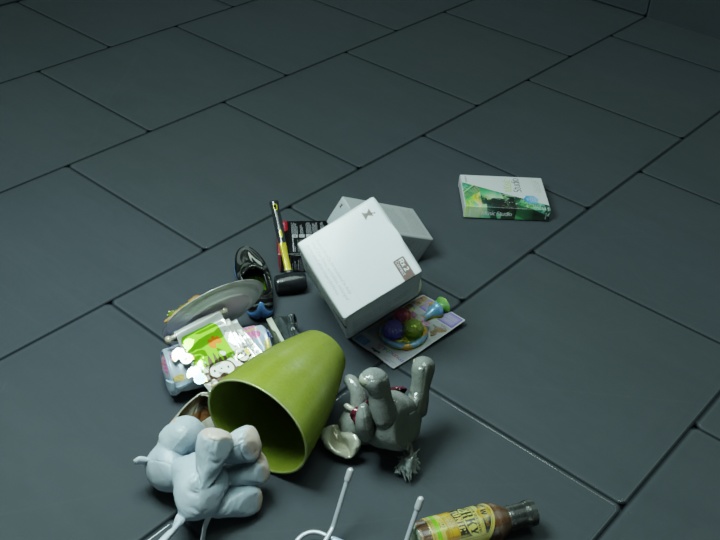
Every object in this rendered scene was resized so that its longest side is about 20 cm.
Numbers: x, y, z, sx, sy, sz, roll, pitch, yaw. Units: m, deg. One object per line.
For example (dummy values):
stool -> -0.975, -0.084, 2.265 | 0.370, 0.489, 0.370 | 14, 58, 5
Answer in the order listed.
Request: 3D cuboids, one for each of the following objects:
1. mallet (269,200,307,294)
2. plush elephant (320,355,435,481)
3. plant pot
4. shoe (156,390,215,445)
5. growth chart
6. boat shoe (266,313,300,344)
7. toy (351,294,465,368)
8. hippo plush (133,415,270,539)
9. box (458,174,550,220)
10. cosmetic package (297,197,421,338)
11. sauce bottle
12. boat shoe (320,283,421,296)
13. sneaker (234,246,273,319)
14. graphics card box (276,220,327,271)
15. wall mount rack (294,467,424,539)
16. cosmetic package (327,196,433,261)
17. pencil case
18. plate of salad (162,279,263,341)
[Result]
mallet -> -0.166, -0.046, 1.935 | 0.066, 0.041, 0.201 | -16, 75, -15
plush elephant -> 0.023, 0.232, 1.561 | 0.154, 0.201, 0.164 | 5, 15, 42
plant pot -> -0.114, 0.192, 1.553 | 0.186, 0.188, 0.200 | 20, 42, 22
shoe -> -0.259, 0.243, 1.593 | 0.070, 0.054, 0.200 | 24, 41, 26
growth chart -> -0.227, 0.155, 1.635 | 0.200, 0.018, 0.145 | 44, 58, 13
boat shoe -> -0.110, 0.141, 1.730 | 0.066, 0.075, 0.199 | -21, 32, -13
toy -> 0.093, 0.100, 1.826 | 0.200, 0.047, 0.115 | -27, 44, -36
hippo plush -> -0.245, 0.311, 1.462 | 0.160, 0.159, 0.201 | 15, 77, 45
box -> 0.333, -0.171, 2.230 | 0.199, 0.036, 0.145 | 1, 36, -2
cosmetic package -> 0.000, 0.000, 1.750 | 0.165, 0.200, 0.165 | -32, 77, -6
sauce bottle -> 0.170, 0.383, 1.428 | 0.199, 0.065, 0.065 | -11, 38, -19
boat shoe -> 0.019, 0.026, 1.894 | 0.198, 0.075, 0.066 | -10, 14, 3
sneaker -> -0.207, 0.011, 1.893 | 0.070, 0.083, 0.200 | -6, 37, -13
graphics card box -> -0.077, -0.053, 2.021 | 0.199, 0.051, 0.126 | -2, 37, -6
wall mount rack -> 0.002, 0.391, 1.373 | 0.199, 0.075, 0.174 | 19, 53, 19
cosmetic package -> 0.042, -0.083, 1.979 | 0.199, 0.071, 0.102 | 7, 39, -40
pencil case -> -0.251, 0.160, 1.686 | 0.199, 0.083, 0.091 | -12, 53, -20
plate of salad -> -0.268, 0.065, 1.725 | 0.199, 0.200, 0.048 | -21, 69, -30
